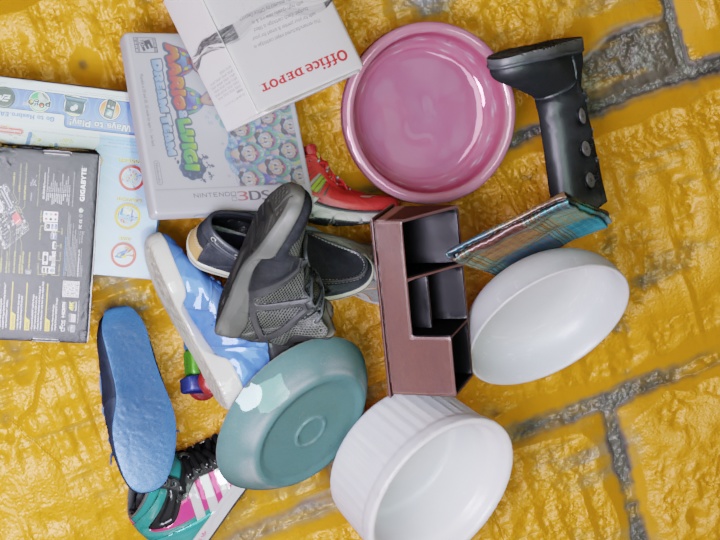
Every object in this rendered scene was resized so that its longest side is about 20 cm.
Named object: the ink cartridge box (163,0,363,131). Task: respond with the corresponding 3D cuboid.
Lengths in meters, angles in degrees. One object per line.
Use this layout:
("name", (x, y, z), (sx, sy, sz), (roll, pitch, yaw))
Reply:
("ink cartridge box", (-0.110, -0.264, 1.534), (0.147, 0.083, 0.200), (-28, 95, -32))

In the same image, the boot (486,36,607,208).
("boot", (0.211, -0.151, 1.650), (0.165, 0.066, 0.200), (-19, 107, -46))

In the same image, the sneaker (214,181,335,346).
("sneaker", (-0.063, 0.000, 1.449), (0.114, 0.076, 0.199), (15, 128, -13))

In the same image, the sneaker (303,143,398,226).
("sneaker", (-0.047, -0.095, 1.620), (0.200, 0.077, 0.085), (9, 87, -18))

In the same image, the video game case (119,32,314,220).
("video game case", (-0.149, -0.154, 1.550), (0.182, 0.024, 0.200), (-4, 75, -28))

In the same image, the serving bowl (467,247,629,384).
("serving bowl", (0.200, 0.041, 1.670), (0.200, 0.066, 0.200), (-18, 144, -13))

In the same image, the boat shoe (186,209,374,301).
("boat shoe", (-0.077, -0.018, 1.524), (0.200, 0.062, 0.075), (13, 52, -16))

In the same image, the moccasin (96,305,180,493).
("moccasin", (-0.238, 0.139, 1.582), (0.080, 0.068, 0.200), (-3, 77, -20))

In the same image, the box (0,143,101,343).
("box", (-0.350, -0.029, 1.504), (0.160, 0.049, 0.200), (3, 97, -12))

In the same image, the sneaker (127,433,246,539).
("sneaker", (-0.190, 0.213, 1.624), (0.121, 0.084, 0.200), (33, 90, -26))

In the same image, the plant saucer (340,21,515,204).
("plant saucer", (0.071, -0.174, 1.644), (0.200, 0.051, 0.201), (-2, 96, -17))

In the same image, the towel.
("towel", (0.185, -0.035, 1.595), (0.147, 0.200, 0.022), (-28, 77, 17))

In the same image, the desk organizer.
("desk organizer", (0.067, 0.032, 1.585), (0.077, 0.072, 0.200), (0, 106, 21))

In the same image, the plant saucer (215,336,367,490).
("plant saucer", (-0.062, 0.163, 1.579), (0.200, 0.036, 0.200), (-29, 140, -27))

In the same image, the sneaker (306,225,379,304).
("sneaker", (0.000, 0.000, 1.633), (0.200, 0.092, 0.076), (10, 95, -16))

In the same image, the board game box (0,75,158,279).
("board game box", (-0.309, -0.098, 1.559), (0.200, 0.056, 0.196), (6, 97, -15))

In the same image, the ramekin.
("ramekin", (0.062, 0.225, 1.641), (0.200, 0.098, 0.201), (-23, 131, -29))

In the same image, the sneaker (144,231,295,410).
("sneaker", (-0.139, 0.034, 1.552), (0.111, 0.077, 0.200), (-28, 87, -18))

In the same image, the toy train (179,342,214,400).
("toy train", (-0.099, 0.079, 1.634), (0.200, 0.085, 0.116), (-2, 82, -18))
